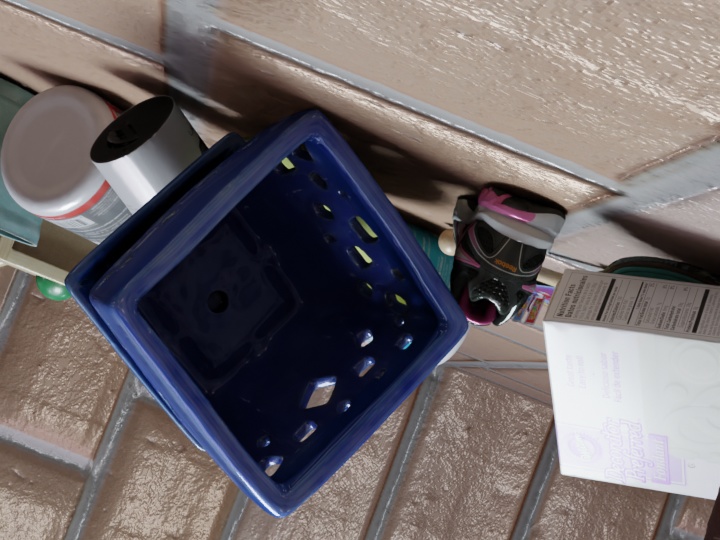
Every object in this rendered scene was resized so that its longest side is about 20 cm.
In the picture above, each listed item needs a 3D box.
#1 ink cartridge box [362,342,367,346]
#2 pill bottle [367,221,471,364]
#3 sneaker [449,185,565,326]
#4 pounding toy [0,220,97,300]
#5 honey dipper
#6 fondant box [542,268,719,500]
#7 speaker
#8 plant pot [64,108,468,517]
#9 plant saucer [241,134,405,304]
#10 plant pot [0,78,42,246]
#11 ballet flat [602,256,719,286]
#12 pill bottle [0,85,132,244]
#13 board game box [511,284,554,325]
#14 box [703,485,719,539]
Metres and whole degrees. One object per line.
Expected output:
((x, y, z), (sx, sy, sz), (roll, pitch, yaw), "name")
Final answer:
((-0.021, 0.059, 2.263), (0.199, 0.068, 0.117), (23, 174, -8), "ink cartridge box")
((0.000, 0.000, 1.376), (0.199, 0.111, 0.111), (23, 174, -15), "pill bottle")
((0.090, -0.002, 1.134), (0.080, 0.087, 0.200), (22, 175, 6), "sneaker")
((-0.325, -0.046, 1.703), (0.183, 0.201, 0.142), (23, 175, -20), "pounding toy")
((0.143, 0.003, 1.264), (0.199, 0.038, 0.038), (20, 175, 38), "honey dipper")
((0.225, 0.080, 1.023), (0.199, 0.058, 0.145), (8, 132, 23), "fondant box")
((-0.128, -0.039, 1.248), (0.081, 0.081, 0.200), (14, 145, 54), "speaker")
((-0.078, 0.023, 1.110), (0.200, 0.200, 0.179), (54, 161, -21), "plant pot")
((-0.022, -0.039, 1.221), (0.199, 0.031, 0.200), (36, 162, 13), "plant saucer")
((-0.380, -0.122, 1.514), (0.199, 0.135, 0.200), (21, 174, 2), "plant pot")
((0.256, 0.040, 1.064), (0.199, 0.075, 0.074), (24, 175, 9), "ballet flat")
((-0.220, -0.080, 1.414), (0.115, 0.117, 0.200), (18, 174, 27), "pill bottle")
((0.220, 0.059, 1.475), (0.157, 0.039, 0.200), (24, 175, -20), "board game box")
((0.312, 0.116, 0.845), (0.163, 0.201, 0.166), (23, 173, -23), "box")
